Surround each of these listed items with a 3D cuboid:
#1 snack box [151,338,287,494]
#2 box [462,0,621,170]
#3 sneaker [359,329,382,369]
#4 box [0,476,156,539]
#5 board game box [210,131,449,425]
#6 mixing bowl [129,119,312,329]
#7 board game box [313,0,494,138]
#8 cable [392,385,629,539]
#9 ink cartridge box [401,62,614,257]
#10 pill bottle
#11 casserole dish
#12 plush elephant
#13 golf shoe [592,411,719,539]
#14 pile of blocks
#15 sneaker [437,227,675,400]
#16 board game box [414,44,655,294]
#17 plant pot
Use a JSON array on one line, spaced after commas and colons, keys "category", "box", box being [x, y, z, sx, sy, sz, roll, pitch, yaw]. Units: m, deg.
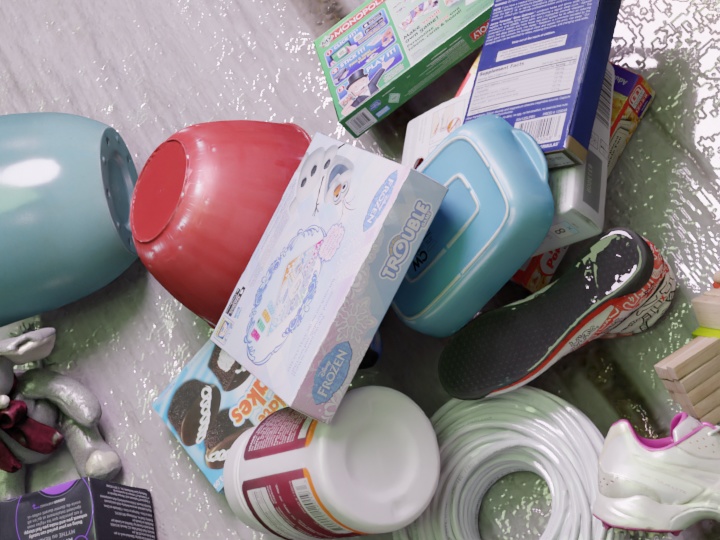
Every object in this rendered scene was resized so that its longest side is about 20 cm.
[{"category": "snack box", "box": [-0.087, 0.092, 1.460, 0.200, 0.037, 0.116, -48, 60, 8]}, {"category": "box", "box": [0.145, -0.170, 1.297, 0.120, 0.032, 0.202, -7, 60, 45]}, {"category": "sneaker", "box": [0.000, 0.000, 1.398, 0.079, 0.088, 0.202, 123, 149, -41]}, {"category": "box", "box": [-0.251, 0.300, 1.447, 0.121, 0.106, 0.202, -18, 68, 21]}, {"category": "board game box", "box": [-0.030, -0.001, 1.289, 0.202, 0.043, 0.199, -63, 25, 1]}, {"category": "mixing bowl", "box": [-0.136, -0.054, 1.442, 0.199, 0.108, 0.202, -30, 51, 45]}, {"category": "board game box", "box": [0.053, -0.222, 1.452, 0.199, 0.029, 0.135, -35, 38, 15]}, {"category": "cable", "box": [0.122, 0.195, 1.303, 0.198, 0.069, 0.202, 12, 81, 31]}, {"category": "ink cartridge box", "box": [0.115, -0.080, 1.332, 0.199, 0.047, 0.162, -21, 50, 41]}, {"category": "pill bottle", "box": [-0.030, 0.163, 1.322, 0.199, 0.113, 0.116, -21, 61, 59]}, {"category": "casserole dish", "box": [0.070, -0.033, 1.270, 0.200, 0.039, 0.122, -49, 59, 36]}, {"category": "plush elephant", "box": [-0.337, 0.127, 1.513, 0.163, 0.155, 0.202, -21, 67, 21]}, {"category": "golf shoe", "box": [0.273, 0.152, 1.203, 0.197, 0.075, 0.093, 0, 86, 2]}, {"category": "pile of blocks", "box": [0.301, 0.031, 1.271, 0.201, 0.082, 0.062, -56, 16, -7]}, {"category": "sneaker", "box": [0.164, 0.047, 1.301, 0.201, 0.108, 0.068, -38, 62, 16]}, {"category": "board game box", "box": [0.139, -0.101, 1.390, 0.151, 0.046, 0.201, 29, 90, 32]}, {"category": "plant pot", "box": [-0.297, -0.058, 1.530, 0.159, 0.201, 0.203, -11, 70, 9]}]
